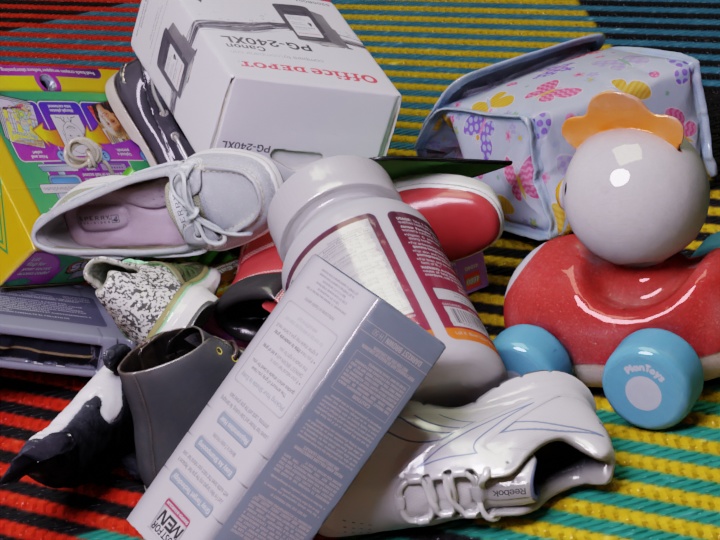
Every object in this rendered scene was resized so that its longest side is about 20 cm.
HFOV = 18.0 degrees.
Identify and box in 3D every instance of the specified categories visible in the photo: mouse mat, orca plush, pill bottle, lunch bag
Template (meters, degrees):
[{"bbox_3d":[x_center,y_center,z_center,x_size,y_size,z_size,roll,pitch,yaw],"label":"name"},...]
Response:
[{"bbox_3d":[-0.007,-0.060,1.685,0.200,0.008,0.161,-14,-8,39],"label":"mouse mat"},{"bbox_3d":[-0.163,0.109,1.516,0.071,0.105,0.200,31,4,5],"label":"orca plush"},{"bbox_3d":[0.012,0.023,1.485,0.109,0.110,0.200,-17,48,-10],"label":"pill bottle"},{"bbox_3d":[0.154,-0.112,1.804,0.169,0.127,0.200,-20,17,-22],"label":"lunch bag"}]

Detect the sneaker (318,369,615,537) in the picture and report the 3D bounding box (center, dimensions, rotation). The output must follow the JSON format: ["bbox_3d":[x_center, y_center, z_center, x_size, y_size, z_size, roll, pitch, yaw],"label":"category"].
[{"bbox_3d":[0.061,0.118,1.379,0.200,0.075,0.087,-18,28,-11],"label":"sneaker"}]

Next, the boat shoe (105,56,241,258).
[{"bbox_3d":[-0.126,-0.092,1.823,0.063,0.200,0.073,-40,-8,29],"label":"boat shoe"}]

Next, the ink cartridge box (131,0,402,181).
[{"bbox_3d":[-0.074,-0.152,1.740,0.145,0.083,0.200,4,31,-27],"label":"ink cartridge box"}]

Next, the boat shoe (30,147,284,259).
[{"bbox_3d":[-0.144,-0.041,1.635,0.202,0.075,0.065,-4,17,31],"label":"boat shoe"}]

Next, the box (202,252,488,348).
[{"bbox_3d":[-0.022,0.009,1.720,0.200,0.039,0.137,-21,25,-18],"label":"box"}]

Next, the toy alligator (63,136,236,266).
[{"bbox_3d":[-0.156,-0.047,1.753,0.059,0.200,0.054,-52,27,-1],"label":"toy alligator"}]

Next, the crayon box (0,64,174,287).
[{"bbox_3d":[-0.234,-0.075,1.786,0.058,0.173,0.200,-39,-21,32],"label":"crayon box"}]

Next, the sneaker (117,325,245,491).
[{"bbox_3d":[-0.065,0.071,1.508,0.200,0.106,0.075,-28,27,-33],"label":"sneaker"}]

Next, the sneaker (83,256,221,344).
[{"bbox_3d":[-0.152,0.012,1.614,0.077,0.089,0.200,-55,8,-1],"label":"sneaker"}]

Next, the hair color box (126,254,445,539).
[{"bbox_3d":[-0.046,0.098,1.355,0.200,0.061,0.099,-55,29,-1],"label":"hair color box"}]

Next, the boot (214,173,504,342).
[{"bbox_3d":[0.000,0.000,1.607,0.200,0.073,0.144,-10,27,18],"label":"boot"}]

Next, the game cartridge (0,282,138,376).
[{"bbox_3d":[-0.265,0.035,1.703,0.200,0.041,0.133,8,20,-19],"label":"game cartridge"}]

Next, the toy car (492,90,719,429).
[{"bbox_3d":[0.167,-0.028,1.493,0.177,0.200,0.184,1,26,31],"label":"toy car"}]
